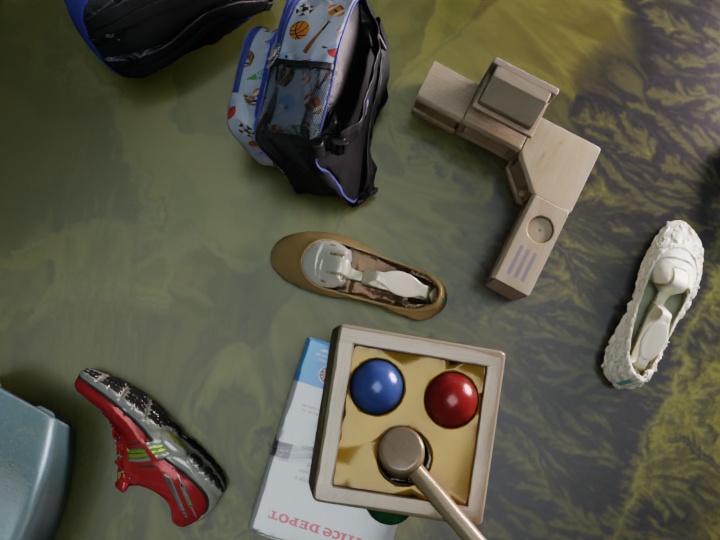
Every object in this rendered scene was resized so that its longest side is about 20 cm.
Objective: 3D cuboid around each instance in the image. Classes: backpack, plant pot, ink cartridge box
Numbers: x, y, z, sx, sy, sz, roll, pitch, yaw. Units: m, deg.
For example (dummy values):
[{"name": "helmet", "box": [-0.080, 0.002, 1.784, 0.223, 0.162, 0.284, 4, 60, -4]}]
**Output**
[{"name": "backpack", "box": [-0.043, -0.185, 1.035, 0.152, 0.200, 0.193, 17, 80, 12]}, {"name": "plant pot", "box": [-0.383, 0.209, 0.972, 0.194, 0.196, 0.201, 29, 75, 0]}, {"name": "backpack", "box": [-0.214, -0.308, 1.045, 0.199, 0.163, 0.168, -36, 58, -6]}, {"name": "ink cartridge box", "box": [-0.018, 0.187, 1.040, 0.144, 0.084, 0.202, 18, 83, -3]}]

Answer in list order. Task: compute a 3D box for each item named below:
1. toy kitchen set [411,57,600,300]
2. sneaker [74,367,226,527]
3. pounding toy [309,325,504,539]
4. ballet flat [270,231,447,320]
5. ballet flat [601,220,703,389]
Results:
[{"name": "toy kitchen set", "box": [0.128, -0.100, 1.036, 0.198, 0.163, 0.182, 27, 84, 0]}, {"name": "sneaker", "box": [-0.231, 0.185, 1.036, 0.200, 0.077, 0.085, 44, 89, 2]}, {"name": "pounding toy", "box": [0.053, 0.165, 0.926, 0.182, 0.142, 0.203, 9, 84, -4]}, {"name": "ballet flat", "box": [0.000, 0.000, 1.070, 0.198, 0.063, 0.069, 15, 83, -1]}, {"name": "ballet flat", "box": [0.328, 0.039, 1.084, 0.071, 0.072, 0.202, 25, 83, 0]}]
